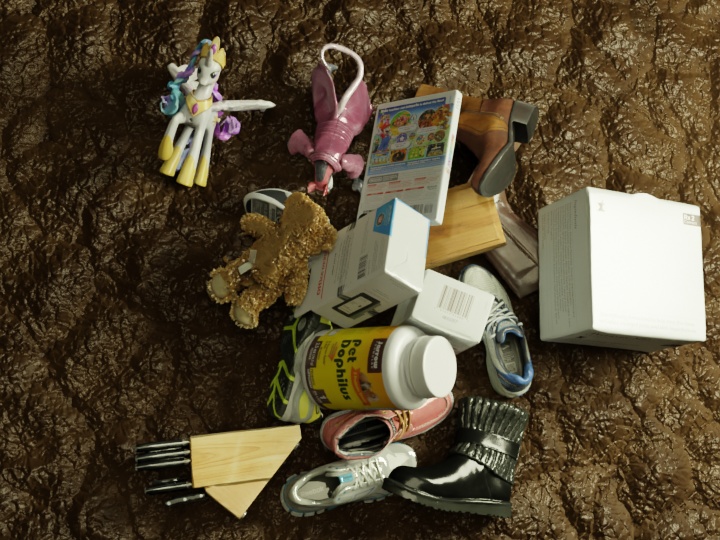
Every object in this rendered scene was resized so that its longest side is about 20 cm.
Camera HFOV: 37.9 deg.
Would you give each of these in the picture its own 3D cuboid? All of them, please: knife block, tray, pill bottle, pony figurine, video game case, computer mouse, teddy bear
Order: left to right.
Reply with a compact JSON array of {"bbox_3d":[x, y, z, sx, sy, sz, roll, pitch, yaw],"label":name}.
[{"bbox_3d":[-0.220,-0.224,1.488,0.165,0.193,0.202,19,95,2],"label":"pony figurine"},{"bbox_3d":[-0.201,0.247,1.432,0.175,0.064,0.201,39,76,2],"label":"knife block"},{"bbox_3d":[-0.120,-0.012,1.440,0.144,0.067,0.202,28,86,26],"label":"teddy bear"},{"bbox_3d":[-0.074,-0.074,1.508,0.198,0.110,0.044,24,57,8],"label":"computer mouse"},{"bbox_3d":[0.024,0.129,1.384,0.198,0.109,0.111,-6,73,38],"label":"pill bottle"},{"bbox_3d":[0.069,-0.155,1.498,0.142,0.018,0.203,-4,67,38],"label":"video game case"},{"bbox_3d":[0.103,-0.057,1.517,0.198,0.037,0.100,-17,80,9],"label":"tray"}]

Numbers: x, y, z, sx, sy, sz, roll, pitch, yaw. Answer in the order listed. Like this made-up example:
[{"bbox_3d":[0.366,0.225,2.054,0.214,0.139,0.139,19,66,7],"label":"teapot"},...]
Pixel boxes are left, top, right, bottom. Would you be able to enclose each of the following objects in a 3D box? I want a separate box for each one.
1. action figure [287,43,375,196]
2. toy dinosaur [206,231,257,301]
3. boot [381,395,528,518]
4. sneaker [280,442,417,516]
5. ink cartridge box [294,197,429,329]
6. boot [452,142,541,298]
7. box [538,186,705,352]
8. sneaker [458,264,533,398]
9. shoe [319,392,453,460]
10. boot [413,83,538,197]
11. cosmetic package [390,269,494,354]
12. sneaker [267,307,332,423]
[{"bbox_3d":[-0.031,-0.197,1.514,0.132,0.149,0.202,16,62,-9],"label":"action figure"},{"bbox_3d":[-0.131,-0.010,1.511,0.198,0.060,0.108,-17,92,-10],"label":"toy dinosaur"},{"bbox_3d":[0.132,0.249,1.446,0.209,0.079,0.160,14,81,-27],"label":"boot"},{"bbox_3d":[-0.011,0.288,1.434,0.198,0.087,0.076,-19,78,-12],"label":"sneaker"},{"bbox_3d":[0.000,0.000,1.413,0.067,0.199,0.117,29,54,-29],"label":"ink cartridge box"},{"bbox_3d":[0.238,-0.082,1.553,0.200,0.064,0.187,42,90,7],"label":"boot"},{"bbox_3d":[0.369,0.004,1.490,0.196,0.130,0.203,7,76,-22],"label":"box"},{"bbox_3d":[0.202,0.079,1.503,0.076,0.085,0.202,-21,80,-11],"label":"sneaker"},{"bbox_3d":[0.045,0.210,1.443,0.198,0.091,0.072,-15,97,-12],"label":"shoe"},{"bbox_3d":[0.134,-0.194,1.513,0.198,0.069,0.190,15,60,24],"label":"boot"},{"bbox_3d":[0.106,0.064,1.436,0.101,0.200,0.075,22,76,-2],"label":"cosmetic package"},{"bbox_3d":[-0.071,0.120,1.482,0.076,0.075,0.202,24,74,-27],"label":"sneaker"}]
